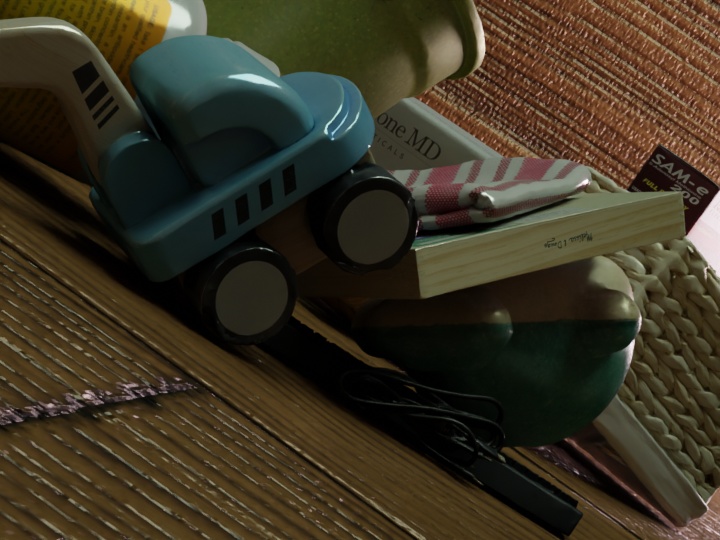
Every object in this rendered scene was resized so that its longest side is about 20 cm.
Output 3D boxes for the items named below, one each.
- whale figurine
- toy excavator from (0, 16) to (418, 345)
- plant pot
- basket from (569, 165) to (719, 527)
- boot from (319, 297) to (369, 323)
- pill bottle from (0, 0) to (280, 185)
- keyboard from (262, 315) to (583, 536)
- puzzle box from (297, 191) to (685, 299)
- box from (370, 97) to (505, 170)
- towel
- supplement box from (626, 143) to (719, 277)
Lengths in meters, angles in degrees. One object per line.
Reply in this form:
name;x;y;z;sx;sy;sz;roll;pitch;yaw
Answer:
whale figurine;0.070;0.044;1.347;0.158;0.104;0.200;-2;1;20
toy excavator;-0.098;-0.063;1.148;0.201;0.194;0.100;64;-10;-28
plant pot;-0.060;-0.131;1.516;0.200;0.184;0.201;41;-16;14
basket;0.171;0.046;1.644;0.136;0.123;0.200;40;-7;47
boot;0.001;0.000;1.586;0.144;0.071;0.201;39;5;-37
pill bottle;-0.143;-0.109;1.233;0.199;0.111;0.111;28;7;-19
keyboard;0.036;0.065;1.271;0.200;0.040;0.104;32;4;-18
puzzle box;0.050;-0.014;1.295;0.199;0.026;0.133;-12;9;-43
box;0.059;-0.031;1.834;0.199;0.131;0.200;36;5;26
towel;0.003;-0.039;1.313;0.199;0.030;0.146;-3;7;24
supplement box;0.189;0.019;1.812;0.061;0.200;0.109;37;5;27
